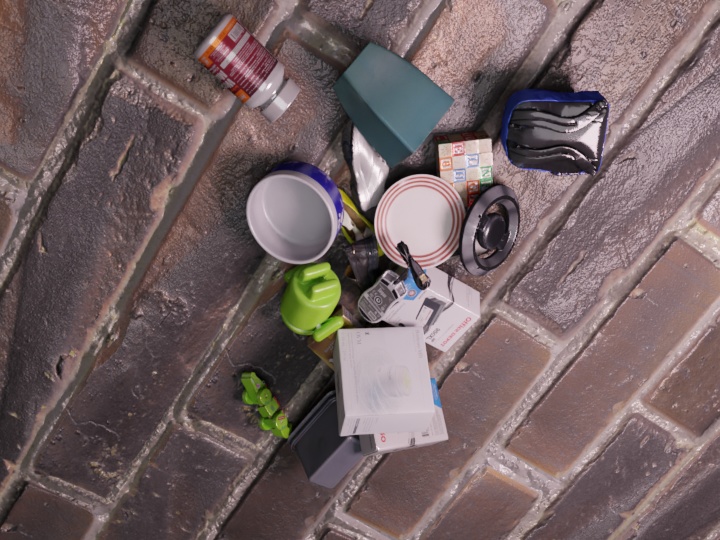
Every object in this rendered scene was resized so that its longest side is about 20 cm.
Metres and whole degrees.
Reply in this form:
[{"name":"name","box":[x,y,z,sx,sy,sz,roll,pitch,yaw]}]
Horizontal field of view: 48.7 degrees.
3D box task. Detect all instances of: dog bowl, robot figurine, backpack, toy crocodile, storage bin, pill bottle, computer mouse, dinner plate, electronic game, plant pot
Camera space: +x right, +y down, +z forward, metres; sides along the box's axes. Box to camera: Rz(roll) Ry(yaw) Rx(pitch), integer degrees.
[{"name":"dog bowl","box":[-0.135,-0.121,1.660,0.195,0.079,0.204,9,121,15]},{"name":"robot figurine","box":[-0.111,0.063,1.739,0.114,0.177,0.201,-19,156,-30]},{"name":"backpack","box":[0.382,-0.284,1.616,0.195,0.169,0.166,0,113,0]},{"name":"toy crocodile","box":[-0.223,0.322,1.903,0.067,0.062,0.203,-11,115,41]},{"name":"storage bin","box":[-0.060,0.417,1.904,0.144,0.135,0.200,30,111,-36]},{"name":"pill bottle","box":[-0.218,-0.391,1.549,0.109,0.110,0.199,-43,111,15]},{"name":"computer mouse","box":[0.065,0.035,1.694,0.110,0.044,0.200,49,127,5]},{"name":"dinner plate","box":[0.126,-0.103,1.684,0.195,0.024,0.205,-1,105,-4]},{"name":"electronic game","box":[0.279,-0.085,1.710,0.197,0.041,0.205,-22,122,-38]},{"name":"plant pot","box":[0.052,-0.335,1.565,0.199,0.141,0.142,42,76,-9]}]

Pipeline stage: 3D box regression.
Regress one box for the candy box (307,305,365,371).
[{"name":"candy box","box":[-0.018,0.192,1.861,0.115,0.056,0.200,-40,112,12]}]

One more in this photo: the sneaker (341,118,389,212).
[{"name":"sneaker","box":[0.013,-0.227,1.675,0.085,0.075,0.204,-19,121,-11]}]

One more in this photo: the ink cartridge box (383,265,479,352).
[{"name":"ink cartridge box","box":[0.151,0.076,1.786,0.197,0.085,0.145,27,129,-16]}]

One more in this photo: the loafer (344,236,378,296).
[{"name":"loafer","box":[0.000,0.000,1.742,0.070,0.074,0.202,-6,140,-4]}]

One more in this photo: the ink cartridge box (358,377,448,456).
[{"name":"ink cartridge box","box":[0.090,0.339,1.848,0.196,0.150,0.084,-1,161,-29]}]

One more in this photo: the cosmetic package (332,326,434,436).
[{"name":"cosmetic package","box":[0.047,0.240,1.735,0.195,0.203,0.124,-1,149,-10]}]

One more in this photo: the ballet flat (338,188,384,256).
[{"name":"ballet flat","box":[-0.012,-0.093,1.725,0.066,0.067,0.201,-36,113,11]}]

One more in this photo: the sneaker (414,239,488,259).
[{"name":"sneaker","box":[0.199,-0.052,1.756,0.195,0.080,0.076,-3,114,-5]}]

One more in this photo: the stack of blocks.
[{"name":"stack of blocks","box":[0.223,-0.187,1.706,0.112,0.059,0.205,-6,115,-2]}]
